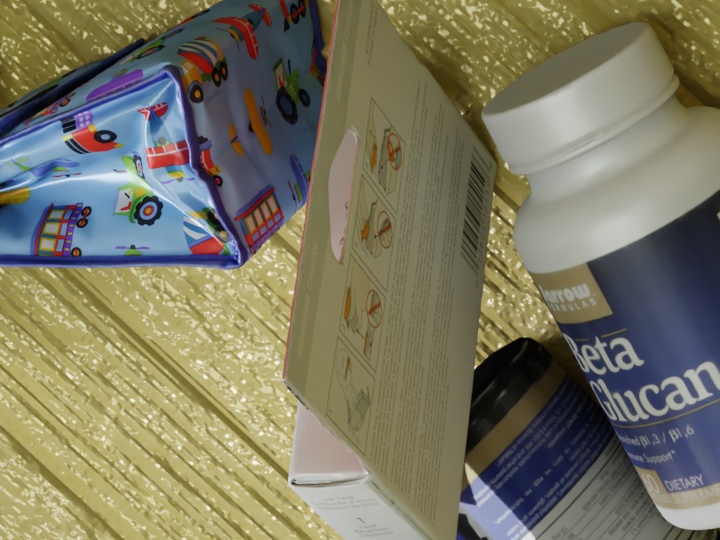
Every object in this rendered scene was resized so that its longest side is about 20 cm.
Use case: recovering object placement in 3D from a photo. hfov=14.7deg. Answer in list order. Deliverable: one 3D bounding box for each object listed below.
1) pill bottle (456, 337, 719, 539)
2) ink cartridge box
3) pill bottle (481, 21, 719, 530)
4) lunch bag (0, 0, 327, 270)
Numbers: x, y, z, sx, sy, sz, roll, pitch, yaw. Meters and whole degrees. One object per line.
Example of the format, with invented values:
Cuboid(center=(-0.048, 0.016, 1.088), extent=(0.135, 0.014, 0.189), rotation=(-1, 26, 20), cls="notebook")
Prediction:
Cuboid(center=(0.104, 0.137, 1.271), extent=(0.200, 0.112, 0.112), rotation=(47, 122, -3), cls="pill bottle")
Cuboid(center=(0.000, 0.000, 1.165), extent=(0.043, 0.201, 0.174), rotation=(-7, 149, 25), cls="ink cartridge box")
Cuboid(center=(0.133, 0.000, 1.196), extent=(0.111, 0.111, 0.201), rotation=(-23, 102, 30), cls="pill bottle")
Cuboid(center=(-0.121, -0.052, 1.258), extent=(0.199, 0.151, 0.094), rotation=(-12, 108, 27), cls="lunch bag")
